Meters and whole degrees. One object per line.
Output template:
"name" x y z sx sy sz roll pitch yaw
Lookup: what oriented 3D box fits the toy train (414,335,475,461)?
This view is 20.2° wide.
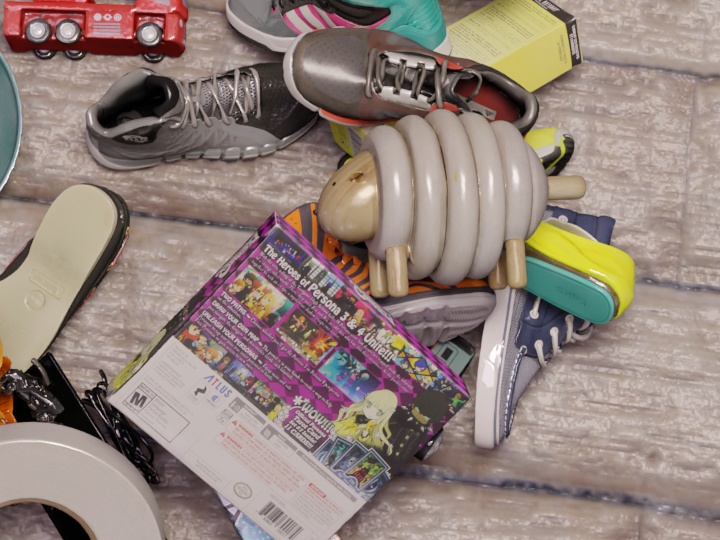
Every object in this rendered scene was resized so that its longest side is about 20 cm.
"toy train" -0.007 0.060 1.574 0.199 0.085 0.114 35 69 8

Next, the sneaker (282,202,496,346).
"sneaker" 0.000 0.000 1.520 0.198 0.078 0.113 -5 64 -15

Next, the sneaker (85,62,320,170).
"sneaker" -0.122 -0.128 1.585 0.198 0.116 0.076 -15 80 -3

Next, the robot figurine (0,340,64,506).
"robot figurine" -0.312 0.094 1.542 0.144 0.058 0.201 -26 96 19

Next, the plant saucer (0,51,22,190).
"plant saucer" -0.367 -0.113 1.622 0.198 0.036 0.202 0 80 -1

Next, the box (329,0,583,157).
"box" 0.074 -0.150 1.591 0.199 0.050 0.075 -31 43 -17

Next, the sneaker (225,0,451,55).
"sneaker" -0.028 -0.226 1.572 0.199 0.121 0.084 14 48 26

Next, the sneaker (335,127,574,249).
"sneaker" 0.073 -0.085 1.601 0.199 0.076 0.077 -17 70 -9

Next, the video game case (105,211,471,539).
"video game case" -0.051 0.087 1.459 0.200 0.036 0.181 41 101 -18

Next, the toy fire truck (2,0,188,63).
"toy fire truck" -0.237 -0.245 1.640 0.198 0.049 0.142 2 79 0

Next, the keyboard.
"keyboard" -0.202 0.159 1.582 0.104 0.040 0.201 -35 82 17

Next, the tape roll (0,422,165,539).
"tape roll" -0.245 0.213 1.518 0.201 0.037 0.204 -1 108 -2

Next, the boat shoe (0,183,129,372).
"boat shoe" -0.251 0.019 1.584 0.074 0.063 0.202 39 97 9

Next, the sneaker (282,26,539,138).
"sneaker" 0.043 -0.142 1.496 0.198 0.082 0.078 11 82 -14

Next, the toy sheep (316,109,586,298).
"toy sheep" 0.065 -0.050 1.451 0.198 0.138 0.139 -4 79 -17

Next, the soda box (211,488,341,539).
"soda box" -0.090 0.144 1.563 0.068 0.064 0.201 -30 81 -6

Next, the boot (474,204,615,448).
"boot" 0.143 0.044 1.576 0.090 0.073 0.202 9 79 7

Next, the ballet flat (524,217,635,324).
"ballet flat" 0.119 -0.023 1.542 0.199 0.067 0.067 24 52 12
